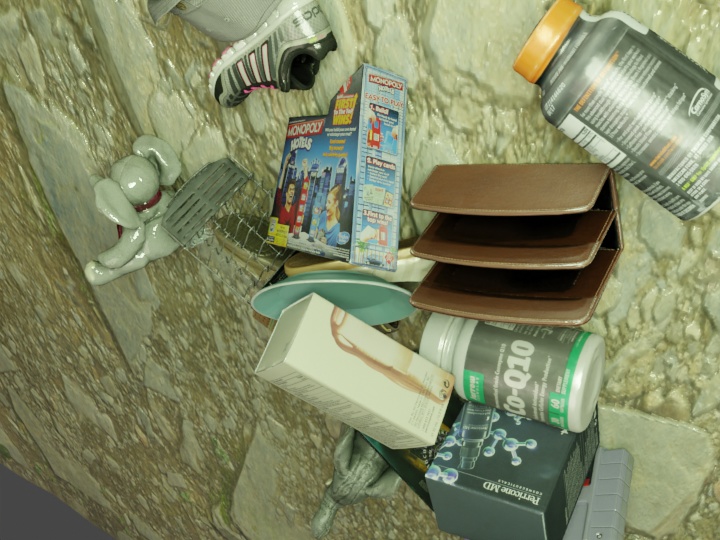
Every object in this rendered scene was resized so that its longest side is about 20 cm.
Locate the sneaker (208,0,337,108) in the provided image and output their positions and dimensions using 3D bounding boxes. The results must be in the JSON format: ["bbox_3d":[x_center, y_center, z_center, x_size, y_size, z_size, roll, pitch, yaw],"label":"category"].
[{"bbox_3d":[-0.095,-0.223,0.835,0.199,0.074,0.088,-31,99,44],"label":"sneaker"}]

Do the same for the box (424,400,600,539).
[{"bbox_3d":[0.191,0.228,0.928,0.147,0.201,0.108,9,132,31],"label":"box"}]

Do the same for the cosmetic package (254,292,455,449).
[{"bbox_3d":[-0.005,0.118,0.862,0.199,0.088,0.103,32,154,-18],"label":"cosmetic package"}]

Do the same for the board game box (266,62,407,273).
[{"bbox_3d":[-0.019,-0.114,0.829,0.061,0.203,0.199,11,-178,-33],"label":"board game box"}]

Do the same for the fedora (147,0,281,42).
[{"bbox_3d":[-0.118,-0.290,0.733,0.090,0.179,0.198,37,145,-31],"label":"fedora"}]

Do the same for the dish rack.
[{"bbox_3d":[-0.150,-0.054,0.983,0.199,0.154,0.055,40,157,1],"label":"dish rack"}]

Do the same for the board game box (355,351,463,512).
[{"bbox_3d":[0.095,0.232,1.063,0.200,0.135,0.028,48,166,-9],"label":"board game box"}]

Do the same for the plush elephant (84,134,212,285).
[{"bbox_3d":[-0.317,-0.092,1.071,0.198,0.165,0.156,-10,118,34],"label":"plush elephant"}]

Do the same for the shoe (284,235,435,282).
[{"bbox_3d":[0.009,-0.003,0.897,0.196,0.070,0.054,-8,110,2],"label":"shoe"}]

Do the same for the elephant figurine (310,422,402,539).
[{"bbox_3d":[0.008,0.280,1.115,0.139,0.201,0.157,5,133,25],"label":"elephant figurine"}]

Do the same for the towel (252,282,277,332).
[{"bbox_3d":[-0.070,0.087,1.148,0.199,0.022,0.147,37,141,6],"label":"towel"}]

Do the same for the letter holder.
[{"bbox_3d":[0.145,-0.029,0.771,0.198,0.142,0.102,5,130,35],"label":"letter holder"}]

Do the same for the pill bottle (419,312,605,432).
[{"bbox_3d":[0.176,0.108,0.896,0.197,0.113,0.114,12,133,30],"label":"pill bottle"}]

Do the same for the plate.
[{"bbox_3d":[-0.029,0.032,0.891,0.197,0.026,0.201,1,161,0],"label":"plate"}]

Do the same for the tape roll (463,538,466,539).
[{"bbox_3d":[0.233,0.386,1.041,0.199,0.200,0.066,-22,112,47],"label":"tape roll"}]

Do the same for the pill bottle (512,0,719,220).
[{"bbox_3d":[0.224,-0.141,0.632,0.199,0.106,0.107,37,141,3],"label":"pill bottle"}]

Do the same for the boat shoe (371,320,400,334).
[{"bbox_3d":[0.000,0.000,0.974,0.059,0.072,0.202,-4,122,23],"label":"boat shoe"}]

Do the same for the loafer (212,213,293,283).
[{"bbox_3d":[-0.120,-0.010,1.052,0.198,0.076,0.068,30,134,13],"label":"loafer"}]

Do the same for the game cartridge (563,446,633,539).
[{"bbox_3d":[0.256,0.299,0.999,0.038,0.131,0.199,36,145,-27],"label":"game cartridge"}]
